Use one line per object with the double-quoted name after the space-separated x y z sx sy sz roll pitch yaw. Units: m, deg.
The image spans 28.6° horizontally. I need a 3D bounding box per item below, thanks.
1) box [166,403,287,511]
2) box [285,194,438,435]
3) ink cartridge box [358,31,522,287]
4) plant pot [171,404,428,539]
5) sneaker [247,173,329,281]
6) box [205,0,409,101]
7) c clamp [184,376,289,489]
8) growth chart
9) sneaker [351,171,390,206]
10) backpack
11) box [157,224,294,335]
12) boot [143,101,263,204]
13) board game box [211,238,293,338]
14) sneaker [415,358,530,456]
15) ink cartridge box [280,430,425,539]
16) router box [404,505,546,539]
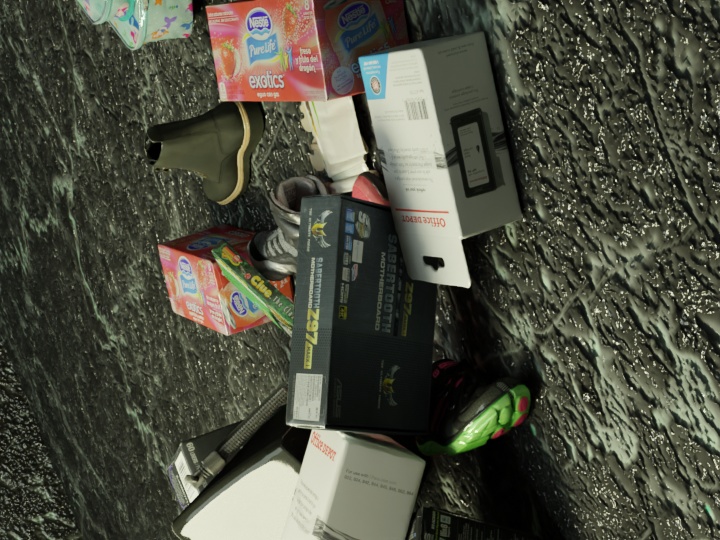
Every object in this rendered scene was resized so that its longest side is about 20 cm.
-0.111 0.239 1.667 0.123 0.198 0.106 64 154 15 "box"
0.006 0.044 1.263 0.051 0.157 0.203 0 82 36 "box"
0.071 -0.094 1.210 0.116 0.067 0.203 9 114 63 "ink cartridge box"
-0.042 0.236 1.495 0.199 0.200 0.178 41 128 4 "plant pot"
-0.071 -0.048 1.527 0.199 0.075 0.115 17 130 56 "sneaker"
-0.050 -0.213 1.321 0.199 0.102 0.096 11 112 56 "box"
-0.114 0.166 1.534 0.027 0.200 0.171 45 167 2 "c clamp"
-0.032 -0.172 1.438 0.144 0.018 0.203 12 117 63 "growth chart"
0.000 0.000 1.401 0.074 0.086 0.202 42 143 46 "sneaker"
-0.269 -0.365 1.669 0.178 0.149 0.202 50 152 38 "backpack"
-0.167 0.008 1.750 0.199 0.099 0.097 16 121 62 "box"
-0.202 -0.134 1.682 0.078 0.137 0.201 61 154 23 "boot"
-0.083 0.050 1.572 0.200 0.023 0.105 42 172 13 "board game box"
0.089 0.123 1.313 0.085 0.076 0.200 66 154 2 "sneaker"
-0.019 0.249 1.307 0.145 0.083 0.202 -169 95 -77 "ink cartridge box"
0.087 0.296 1.326 0.200 0.148 0.063 126 157 -55 "router box"
